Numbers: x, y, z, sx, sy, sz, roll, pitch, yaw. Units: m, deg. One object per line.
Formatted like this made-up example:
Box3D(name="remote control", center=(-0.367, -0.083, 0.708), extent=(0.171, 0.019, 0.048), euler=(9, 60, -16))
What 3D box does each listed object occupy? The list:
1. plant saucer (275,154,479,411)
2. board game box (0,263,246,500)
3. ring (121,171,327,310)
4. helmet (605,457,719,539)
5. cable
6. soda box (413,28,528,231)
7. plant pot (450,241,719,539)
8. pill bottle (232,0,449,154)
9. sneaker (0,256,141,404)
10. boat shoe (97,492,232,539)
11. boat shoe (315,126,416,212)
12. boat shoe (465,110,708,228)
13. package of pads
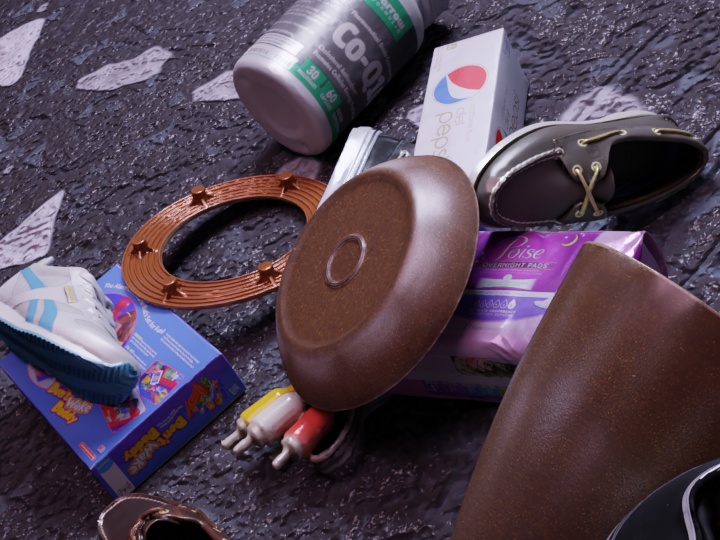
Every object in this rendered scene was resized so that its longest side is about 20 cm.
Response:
Box3D(name="plant saucer", center=(0.000, 0.000, 1.126), extent=(0.200, 0.037, 0.202), euler=(-33, 42, 35))
Box3D(name="board game box", center=(-0.198, 0.086, 1.296), extent=(0.134, 0.045, 0.200), euler=(-41, 38, -12))
Box3D(name="ring", center=(-0.109, -0.032, 1.350), extent=(0.199, 0.019, 0.201), euler=(-11, 33, 7))
Box3D(name="helmet", center=(0.195, 0.187, 0.782), extent=(0.199, 0.201, 0.191), euler=(-2, 26, 33))
Box3D(name="cable", center=(-0.012, 0.074, 1.171), extent=(0.097, 0.050, 0.200), euler=(15, 58, 48))
Box3D(name="soda box", center=(0.089, -0.108, 1.298), extent=(0.068, 0.064, 0.201), euler=(-13, 40, 23))
Box3D(name="plant pot", center=(0.145, 0.119, 0.928), extent=(0.200, 0.187, 0.187), euler=(-52, 39, -4))
Box3D(name="pill bottle", center=(-0.014, -0.210, 1.446), extent=(0.113, 0.113, 0.200), euler=(18, 59, 46))
Box3D(name="sneaker", center=(-0.231, 0.042, 1.270), extent=(0.081, 0.077, 0.199), euler=(-44, 40, -19))
Box3D(name="boat shoe", center=(-0.125, 0.195, 1.102), extent=(0.199, 0.071, 0.070), euler=(19, 60, 47))
Box3D(name="boat shoe", center=(0.004, -0.033, 1.266), extent=(0.070, 0.072, 0.201), euler=(8, 59, 14))
Box3D(name="boat shoe", center=(0.165, -0.071, 1.148), extent=(0.201, 0.073, 0.060), euler=(-17, 28, -32))
Box3D(name="package of pads", center=(0.108, 0.031, 1.117), extent=(0.199, 0.076, 0.121), euler=(1, 49, 36))
